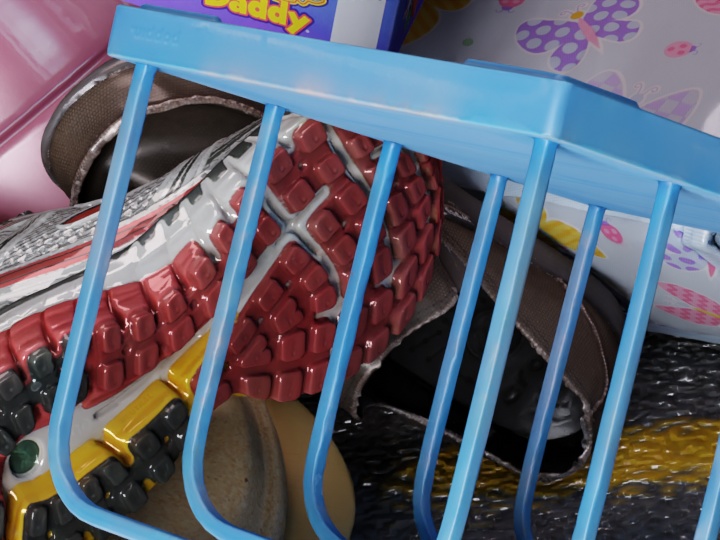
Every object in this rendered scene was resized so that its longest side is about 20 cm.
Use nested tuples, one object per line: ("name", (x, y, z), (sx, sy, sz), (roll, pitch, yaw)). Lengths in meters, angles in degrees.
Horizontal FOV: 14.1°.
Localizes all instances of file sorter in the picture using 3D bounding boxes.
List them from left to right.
("file sorter", (0.042, 0.022, 0.713), (0.139, 0.123, 0.200), (14, 0, 42))

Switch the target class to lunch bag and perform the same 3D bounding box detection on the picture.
("lunch bag", (0.104, -0.043, 0.960), (0.169, 0.128, 0.200), (12, 17, 39))

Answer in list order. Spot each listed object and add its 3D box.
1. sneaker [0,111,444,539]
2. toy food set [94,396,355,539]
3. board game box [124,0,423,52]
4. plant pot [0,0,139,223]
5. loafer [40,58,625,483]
("sneaker", (-0.057, 0.000, 0.769), (0.200, 0.078, 0.082), (-31, 36, -31))
("toy food set", (-0.116, 0.058, 0.808), (0.198, 0.049, 0.200), (32, 48, 21))
("board game box", (-0.023, -0.154, 0.909), (0.134, 0.045, 0.200), (19, 46, 6))
("plant pot", (-0.135, -0.088, 0.967), (0.200, 0.179, 0.200), (-39, 11, 9))
("loafer", (0.000, 0.000, 0.850), (0.200, 0.073, 0.071), (26, 26, -19))
